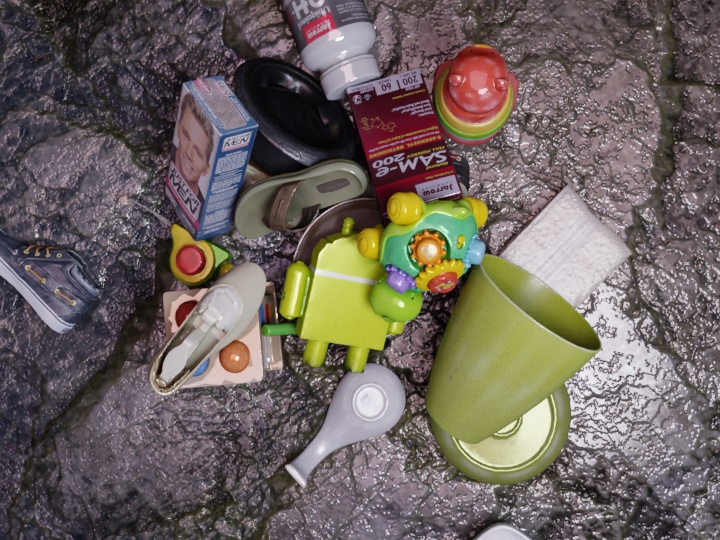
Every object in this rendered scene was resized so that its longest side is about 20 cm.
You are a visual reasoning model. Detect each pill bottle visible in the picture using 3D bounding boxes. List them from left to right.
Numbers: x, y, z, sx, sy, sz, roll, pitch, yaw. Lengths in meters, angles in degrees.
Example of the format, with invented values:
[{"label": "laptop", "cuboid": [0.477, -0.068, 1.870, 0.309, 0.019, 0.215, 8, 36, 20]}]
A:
[{"label": "pill bottle", "cuboid": [-0.044, -0.342, 1.126, 0.109, 0.111, 0.203, -21, 88, 5]}]

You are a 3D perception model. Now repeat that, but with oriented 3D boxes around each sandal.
[{"label": "sandal", "cuboid": [-0.084, -0.085, 1.067, 0.199, 0.080, 0.058, -20, 50, 27]}]

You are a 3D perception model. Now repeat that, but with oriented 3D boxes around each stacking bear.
[{"label": "stacking bear", "cuboid": [0.147, -0.230, 1.064, 0.119, 0.200, 0.116, 13, 92, 5]}]

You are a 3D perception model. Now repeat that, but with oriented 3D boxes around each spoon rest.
[{"label": "spoon rest", "cuboid": [-0.022, 0.216, 1.163, 0.200, 0.061, 0.100, -42, 88, -9]}]

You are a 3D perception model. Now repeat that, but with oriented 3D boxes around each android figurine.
[{"label": "android figurine", "cuboid": [-0.015, 0.033, 1.098, 0.179, 0.041, 0.203, 8, 99, -20]}]

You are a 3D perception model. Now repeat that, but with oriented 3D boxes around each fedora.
[{"label": "fedora", "cuboid": [-0.102, -0.192, 1.128, 0.200, 0.201, 0.092, 41, 127, 3]}]

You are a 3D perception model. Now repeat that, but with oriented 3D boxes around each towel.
[{"label": "towel", "cuboid": [0.260, -0.001, 1.139, 0.133, 0.034, 0.200, 45, 94, 2]}]

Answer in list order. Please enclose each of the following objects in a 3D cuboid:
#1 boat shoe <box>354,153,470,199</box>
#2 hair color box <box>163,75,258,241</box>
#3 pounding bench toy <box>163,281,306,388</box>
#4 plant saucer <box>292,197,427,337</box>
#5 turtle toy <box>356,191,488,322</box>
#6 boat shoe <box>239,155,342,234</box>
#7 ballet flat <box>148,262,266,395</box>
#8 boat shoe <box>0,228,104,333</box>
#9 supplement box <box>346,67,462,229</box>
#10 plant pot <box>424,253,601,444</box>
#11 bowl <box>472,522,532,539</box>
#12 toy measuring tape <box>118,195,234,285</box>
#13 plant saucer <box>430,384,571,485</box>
[{"label": "boat shoe", "cuboid": [0.053, -0.128, 1.146, 0.198, 0.074, 0.064, 3, 57, 14]}, {"label": "hair color box", "cuboid": [-0.203, -0.144, 1.096, 0.060, 0.201, 0.100, -21, 61, -35]}, {"label": "pounding bench toy", "cuboid": [-0.148, 0.081, 1.116, 0.196, 0.156, 0.127, -5, 90, 5]}, {"label": "plant saucer", "cuboid": [0.000, 0.000, 1.135, 0.197, 0.032, 0.204, -4, 103, -15]}, {"label": "turtle toy", "cuboid": [0.074, -0.013, 1.022, 0.144, 0.200, 0.102, 0, 58, -35]}, {"label": "boat shoe", "cuboid": [-0.104, -0.095, 1.160, 0.199, 0.074, 0.067, 34, 117, -3]}, {"label": "ballet flat", "cuboid": [-0.189, 0.073, 1.009, 0.069, 0.069, 0.201, 40, 94, 4]}, {"label": "boat shoe", "cuboid": [-0.462, -0.013, 1.193, 0.091, 0.071, 0.200, -43, 94, 3]}, {"label": "supplement box", "cuboid": [0.056, -0.157, 1.084, 0.107, 0.061, 0.203, -16, 65, 0]}, {"label": "plant pot", "cuboid": [0.171, 0.116, 1.059, 0.186, 0.187, 0.201, 36, 109, 4]}, {"label": "bowl", "cuboid": [0.196, 0.459, 1.128, 0.200, 0.075, 0.200, 43, 95, 3]}, {"label": "toy measuring tape", "cuboid": [-0.266, -0.031, 1.172, 0.198, 0.074, 0.074, 29, 93, 4]}, {"label": "plant saucer", "cuboid": [0.195, 0.200, 1.148, 0.196, 0.031, 0.204, 0, 90, 5]}]
